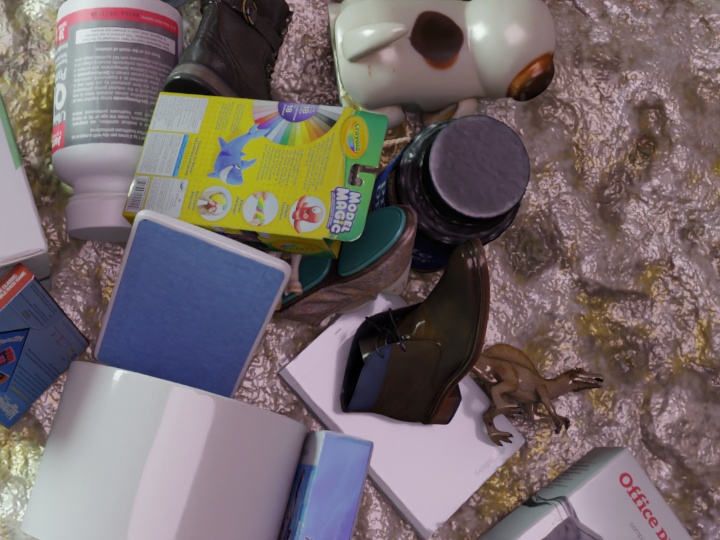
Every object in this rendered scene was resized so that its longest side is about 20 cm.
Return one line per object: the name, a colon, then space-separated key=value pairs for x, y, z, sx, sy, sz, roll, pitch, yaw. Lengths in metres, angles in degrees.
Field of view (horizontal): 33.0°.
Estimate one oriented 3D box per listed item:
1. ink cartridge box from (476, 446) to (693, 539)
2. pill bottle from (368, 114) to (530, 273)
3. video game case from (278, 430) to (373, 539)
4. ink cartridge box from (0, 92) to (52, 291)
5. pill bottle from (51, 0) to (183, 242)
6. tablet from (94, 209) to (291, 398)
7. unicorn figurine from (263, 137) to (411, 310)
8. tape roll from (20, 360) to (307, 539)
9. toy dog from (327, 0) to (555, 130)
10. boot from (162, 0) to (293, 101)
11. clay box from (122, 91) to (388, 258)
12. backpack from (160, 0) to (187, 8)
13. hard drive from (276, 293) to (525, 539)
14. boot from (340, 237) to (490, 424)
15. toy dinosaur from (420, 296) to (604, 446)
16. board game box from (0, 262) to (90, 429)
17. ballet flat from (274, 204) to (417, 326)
ink cartridge box: x=0.192 y=0.273 z=1.088 sx=0.200 sy=0.084 sz=0.145 roll=-35 pitch=89 yaw=-14
pill bottle: x=0.075 y=-0.067 z=1.057 sx=0.111 sy=0.200 sz=0.113 roll=2 pitch=80 yaw=-11
video game case: x=-0.049 y=0.234 z=0.998 sx=0.045 sy=0.181 sz=0.201 roll=16 pitch=79 yaw=-7
ink cartridge box: x=-0.309 y=-0.054 z=0.983 sx=0.084 sy=0.200 sz=0.147 roll=-17 pitch=85 yaw=-16
pill bottle: x=-0.211 y=-0.129 z=1.058 sx=0.110 sy=0.111 sz=0.201 roll=1 pitch=81 yaw=-11
tablet: x=-0.144 y=0.036 z=1.014 sx=0.130 sy=0.200 sz=0.014 roll=21 pitch=45 yaw=-7
unicorn figurine: x=-0.061 y=-0.043 z=1.034 sx=0.074 sy=0.199 sz=0.138 roll=24 pitch=66 yaw=-38
tape roll: x=-0.155 y=0.167 z=0.978 sx=0.202 sy=0.203 sz=0.140 roll=16 pitch=78 yaw=-8
toy dog: x=0.074 y=-0.203 z=1.087 sx=0.199 sy=0.194 sz=0.140 roll=-8 pitch=74 yaw=-4
boot: x=-0.089 y=-0.178 z=1.100 sx=0.200 sy=0.069 sz=0.175 roll=49 pitch=43 yaw=-39
clay box: x=-0.079 y=-0.076 z=0.971 sx=0.199 sy=0.048 sz=0.116 roll=8 pitch=70 yaw=16
backpack: x=-0.195 y=-0.332 z=1.078 sx=0.166 sy=0.127 sz=0.201 roll=-3 pitch=67 yaw=1
hard drive: x=0.038 y=0.125 z=1.111 sx=0.132 sy=0.026 sz=0.200 roll=-42 pitch=90 yaw=-14
boot: x=0.045 y=0.057 z=1.018 sx=0.096 sy=0.201 sz=0.075 roll=1 pitch=39 yaw=-14
toy dinosaur: x=0.129 y=0.102 z=1.110 sx=0.199 sy=0.058 sz=0.101 roll=20 pitch=42 yaw=-19
board game box: x=-0.277 y=0.066 z=0.971 sx=0.019 sy=0.200 sz=0.103 roll=38 pitch=76 yaw=11
ballet flat: x=0.000 y=0.000 z=1.047 sx=0.067 sy=0.200 sz=0.068 roll=30 pitch=57 yaw=-27
